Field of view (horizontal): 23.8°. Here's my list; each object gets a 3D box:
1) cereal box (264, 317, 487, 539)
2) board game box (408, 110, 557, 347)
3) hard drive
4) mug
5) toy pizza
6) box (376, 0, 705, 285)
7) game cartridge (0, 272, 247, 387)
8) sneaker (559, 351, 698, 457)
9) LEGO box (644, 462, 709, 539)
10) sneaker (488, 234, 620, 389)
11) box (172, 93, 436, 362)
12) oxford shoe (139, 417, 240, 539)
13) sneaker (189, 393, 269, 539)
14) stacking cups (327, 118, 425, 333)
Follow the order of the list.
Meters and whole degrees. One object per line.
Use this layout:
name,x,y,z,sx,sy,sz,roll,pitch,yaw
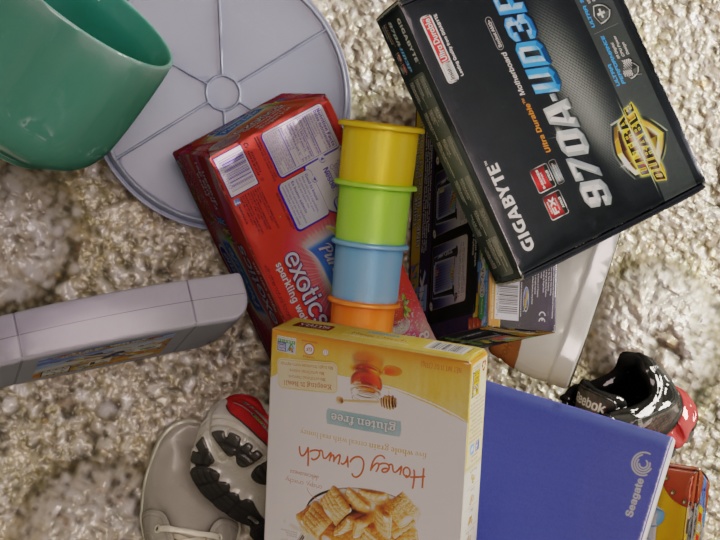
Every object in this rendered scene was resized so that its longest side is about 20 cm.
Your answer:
cereal box,0.007,0.141,1.128,0.143,0.039,0.202,7,104,22
board game box,0.088,-0.047,1.241,0.056,0.165,0.202,5,82,-16
hard drive,0.097,0.148,1.155,0.198,0.025,0.133,16,81,19
mug,-0.217,-0.143,1.174,0.152,0.185,0.115,39,104,0
toy pizza,-0.104,-0.129,1.269,0.198,0.032,0.202,1,87,-15
box,0.123,-0.113,1.148,0.158,0.046,0.201,-25,91,-20
game cartridge,-0.181,0.043,1.176,0.198,0.133,0.042,-11,86,-15
sneaker,0.167,0.138,1.274,0.200,0.071,0.098,-44,129,-17
LEGO box,0.131,0.200,1.187,0.198,0.077,0.150,7,78,18
sneaker,0.152,-0.015,1.304,0.084,0.073,0.201,18,67,10
box,-0.040,-0.016,1.219,0.099,0.095,0.201,-30,106,-16
oxford shoe,-0.122,0.205,1.211,0.074,0.058,0.202,7,79,-10
sneaker,-0.040,0.168,1.231,0.077,0.085,0.201,-27,110,23
stacking cups,0.000,0.000,1.156,0.060,0.060,0.202,7,96,-14
